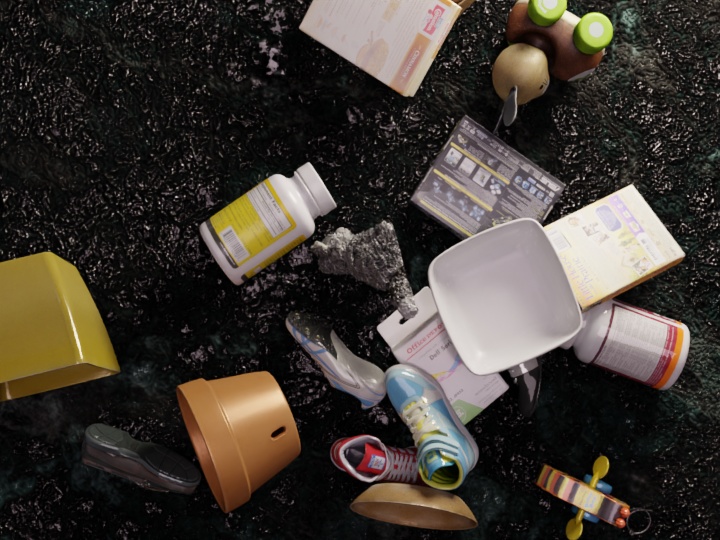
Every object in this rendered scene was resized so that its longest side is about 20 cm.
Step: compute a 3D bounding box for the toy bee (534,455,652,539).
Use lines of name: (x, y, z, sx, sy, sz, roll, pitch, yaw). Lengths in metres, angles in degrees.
toy bee: (0.378, 0.359, 1.487, 0.196, 0.109, 0.134, 3, 89, -2)

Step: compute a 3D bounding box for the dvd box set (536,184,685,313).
dvd box set: (0.381, -0.034, 1.470, 0.198, 0.030, 0.147, -26, 66, -15)

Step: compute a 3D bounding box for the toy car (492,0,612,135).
toy car: (0.264, -0.296, 1.437, 0.156, 0.164, 0.202, 30, 85, -2)

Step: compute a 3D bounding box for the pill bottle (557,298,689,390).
pill bottle: (0.401, 0.104, 1.481, 0.197, 0.110, 0.111, 20, 90, 1)

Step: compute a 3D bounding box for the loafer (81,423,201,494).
loafer: (-0.346, 0.307, 1.489, 0.197, 0.072, 0.064, 24, 110, 5)

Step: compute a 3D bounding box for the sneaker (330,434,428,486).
sneaker: (0.051, 0.300, 1.469, 0.196, 0.113, 0.073, 10, 79, -2)

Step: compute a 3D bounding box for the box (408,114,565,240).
box: (0.200, -0.122, 1.504, 0.198, 0.049, 0.163, 33, 88, -2)

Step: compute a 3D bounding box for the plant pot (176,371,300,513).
plant pot: (-0.180, 0.243, 1.435, 0.138, 0.200, 0.203, -21, 91, -19)

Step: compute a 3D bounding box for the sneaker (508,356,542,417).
sneaker: (0.241, 0.129, 1.499, 0.087, 0.074, 0.204, 1, 81, -2)

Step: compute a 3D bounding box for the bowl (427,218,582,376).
bowl: (0.214, 0.042, 1.430, 0.197, 0.075, 0.203, -23, 80, 3)

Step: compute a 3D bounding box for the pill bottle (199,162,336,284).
pill bottle: (-0.139, -0.077, 1.461, 0.198, 0.111, 0.112, -33, 92, -1)

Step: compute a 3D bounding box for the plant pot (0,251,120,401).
plant pot: (-0.493, 0.082, 1.419, 0.196, 0.200, 0.180, -12, 80, -2)

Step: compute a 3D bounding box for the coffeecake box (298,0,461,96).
coffeecake box: (0.030, -0.385, 1.448, 0.198, 0.073, 0.155, 33, 107, 7)

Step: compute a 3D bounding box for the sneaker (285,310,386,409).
sneaker: (-0.045, 0.142, 1.492, 0.199, 0.072, 0.073, 40, 120, 5)

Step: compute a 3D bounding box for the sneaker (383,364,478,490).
sneaker: (0.098, 0.235, 1.406, 0.079, 0.131, 0.201, -41, 90, 20)

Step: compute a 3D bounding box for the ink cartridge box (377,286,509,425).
ink cartridge box: (0.127, 0.137, 1.494, 0.117, 0.067, 0.201, -38, 92, 0)

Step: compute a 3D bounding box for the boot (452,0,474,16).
boot: (0.124, -0.406, 1.485, 0.074, 0.075, 0.200, 42, 91, -5)

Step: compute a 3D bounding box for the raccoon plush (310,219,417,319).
raccoon plush: (0.000, 0.000, 1.441, 0.132, 0.201, 0.098, -16, 125, -1)

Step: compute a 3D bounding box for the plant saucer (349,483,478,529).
plant saucer: (0.083, 0.357, 1.443, 0.196, 0.201, 0.036, 10, 67, -2)
